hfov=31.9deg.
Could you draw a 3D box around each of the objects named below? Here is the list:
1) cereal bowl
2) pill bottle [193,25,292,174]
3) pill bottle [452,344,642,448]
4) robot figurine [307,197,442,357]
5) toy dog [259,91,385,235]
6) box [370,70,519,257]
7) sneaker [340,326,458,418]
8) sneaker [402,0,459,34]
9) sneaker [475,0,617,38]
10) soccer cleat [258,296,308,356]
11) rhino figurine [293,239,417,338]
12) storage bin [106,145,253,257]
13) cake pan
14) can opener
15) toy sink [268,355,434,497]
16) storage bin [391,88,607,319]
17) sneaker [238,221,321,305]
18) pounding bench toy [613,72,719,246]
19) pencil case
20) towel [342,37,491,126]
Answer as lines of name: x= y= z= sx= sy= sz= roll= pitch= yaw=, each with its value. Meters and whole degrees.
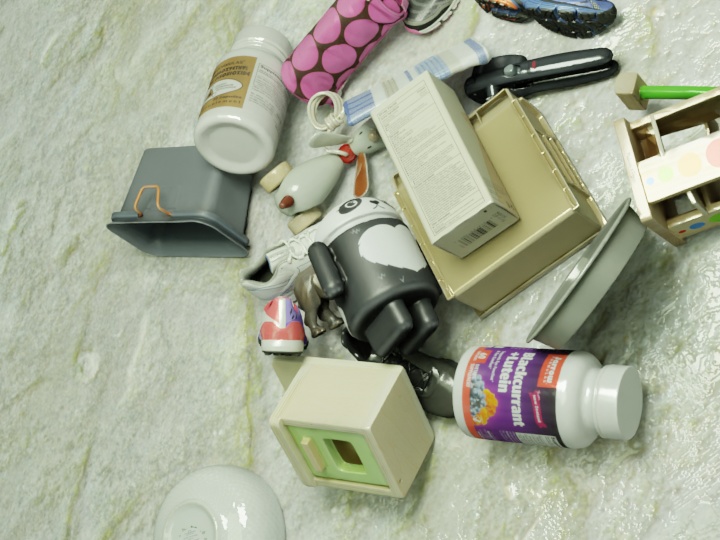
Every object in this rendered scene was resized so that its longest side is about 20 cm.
cereal bowl: x=-0.202 y=0.357 z=1.683 sx=0.199 sy=0.083 sz=0.202 roll=-9 pitch=73 yaw=30
pill bottle: x=-0.155 y=-0.242 z=1.752 sx=0.114 sy=0.114 sz=0.201 roll=-14 pitch=45 yaw=29
pill bottle: x=0.216 y=0.146 z=1.451 sx=0.199 sy=0.111 sz=0.112 roll=1 pitch=78 yaw=32
robot figurine: x=0.021 y=0.005 z=1.534 sx=0.124 sy=0.150 sz=0.201 roll=-29 pitch=61 yaw=5
toy dog: x=-0.051 y=-0.134 z=1.689 sx=0.131 sy=0.096 sz=0.201 roll=32 pitch=103 yaw=-2
box: x=0.099 y=-0.127 z=1.502 sx=0.095 sy=0.078 sz=0.201 roll=-33 pitch=62 yaw=21
sneaker: x=0.053 y=0.125 z=1.573 sx=0.199 sy=0.091 sz=0.076 roll=27 pitch=96 yaw=33
sneaker: x=0.105 y=-0.414 z=1.675 sx=0.074 sy=0.087 sz=0.201 roll=37 pitch=99 yaw=33
sneaker: x=0.235 y=-0.351 z=1.588 sx=0.199 sy=0.075 sz=0.079 roll=23 pitch=87 yaw=33
soccer cleat: x=-0.100 y=0.069 z=1.636 sx=0.068 sy=0.200 sz=0.074 roll=2 pitch=91 yaw=-3
rhino figurine: x=0.000 y=0.000 z=1.645 sx=0.199 sy=0.060 sz=0.088 roll=-34 pitch=80 yaw=6
storage bin: x=-0.253 y=-0.107 z=1.807 sx=0.199 sy=0.145 sz=0.135 roll=-1 pitch=67 yaw=32
cake pan: x=0.258 y=0.009 z=1.423 sx=0.037 sy=0.200 sz=0.201 roll=35 pitch=99 yaw=5
can opener: x=0.222 y=-0.247 z=1.574 sx=0.199 sy=0.063 sz=0.079 roll=-6 pitch=74 yaw=32
toy sink: x=-0.032 y=0.193 z=1.562 sx=0.199 sy=0.131 sz=0.112 roll=4 pitch=44 yaw=32
storage bin: x=0.165 y=-0.084 z=1.553 sx=0.200 sy=0.094 sz=0.199 roll=-37 pitch=61 yaw=20
sneaker: x=-0.077 y=-0.017 z=1.693 sx=0.200 sy=0.087 sz=0.075 roll=-37 pitch=60 yaw=19
pounding bench toy: x=0.381 y=-0.156 z=1.412 sx=0.155 sy=0.124 sz=0.201 roll=-22 pitch=67 yaw=26
pencil case: x=-0.018 y=-0.313 z=1.704 sx=0.094 sy=0.091 sz=0.200 roll=38 pitch=124 yaw=-10
towel: x=0.071 y=-0.240 z=1.606 sx=0.199 sy=0.147 sz=0.024 roll=-27 pitch=105 yaw=4
